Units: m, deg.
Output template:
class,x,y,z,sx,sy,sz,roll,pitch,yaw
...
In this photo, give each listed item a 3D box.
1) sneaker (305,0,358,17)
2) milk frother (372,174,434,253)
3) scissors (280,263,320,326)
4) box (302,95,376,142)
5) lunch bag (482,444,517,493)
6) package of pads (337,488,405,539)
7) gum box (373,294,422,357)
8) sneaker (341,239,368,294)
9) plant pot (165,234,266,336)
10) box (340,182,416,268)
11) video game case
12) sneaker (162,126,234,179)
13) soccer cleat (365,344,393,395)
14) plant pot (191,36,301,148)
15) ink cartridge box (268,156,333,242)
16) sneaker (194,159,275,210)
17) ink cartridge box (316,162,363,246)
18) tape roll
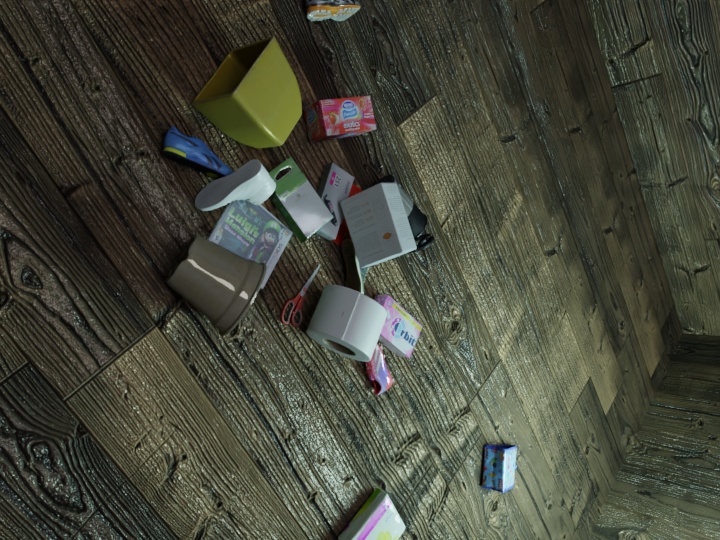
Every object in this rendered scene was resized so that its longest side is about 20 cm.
class,x,y,z,sx,sy,sz,roll,pitch,yaw
sneaker,-0.080,-0.782,1.640,0.197,0.077,0.079,-20,92,-40
milk frother,0.125,-0.164,1.723,0.188,0.198,0.183,43,68,-30
scissors,-0.169,0.061,1.586,0.072,0.014,0.205,29,72,-34
box,-0.059,-0.442,1.635,0.197,0.094,0.103,-18,100,-39
lunch bag,0.555,0.753,2.152,0.197,0.092,0.156,17,76,-48
package of pads,0.040,0.802,1.716,0.199,0.067,0.157,-41,114,-33
gum box,0.098,0.174,1.777,0.199,0.065,0.116,41,65,-32
sneaker,0.000,0.000,1.697,0.089,0.066,0.207,-18,106,-48
plant pot,-0.351,0.019,1.336,0.182,0.199,0.204,36,67,-21
box,0.052,-0.131,1.624,0.106,0.149,0.206,-14,86,-60
video game case,-0.290,-0.084,1.480,0.199,0.023,0.185,41,64,-32
sneaker,-0.385,-0.284,1.377,0.197,0.065,0.081,24,70,-37
soccer cleat,0.040,0.288,1.731,0.076,0.066,0.204,-36,114,-29
plant pot,-0.261,-0.421,1.412,0.201,0.191,0.199,49,60,-38
ink cartridge box,-0.175,-0.192,1.536,0.103,0.059,0.202,-39,98,-24
sneaker,-0.306,-0.187,1.407,0.116,0.196,0.075,47,19,-61
ink cartridge box,-0.059,-0.185,1.666,0.171,0.043,0.205,27,72,-35
tape roll,-0.038,0.150,1.577,0.201,0.200,0.142,36,69,-33
